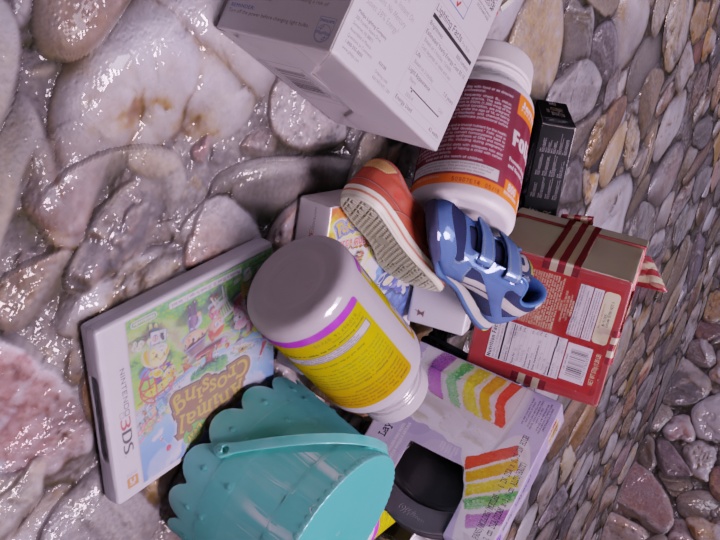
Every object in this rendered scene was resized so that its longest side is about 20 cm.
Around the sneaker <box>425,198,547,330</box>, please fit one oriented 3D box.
[{"bbox_3d":[0.125,-0.012,0.866,0.200,0.082,0.074,46,40,-48],"label":"sneaker"}]

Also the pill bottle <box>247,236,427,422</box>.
[{"bbox_3d":[-0.011,0.065,0.799,0.104,0.104,0.200,-56,135,-18],"label":"pill bottle"}]

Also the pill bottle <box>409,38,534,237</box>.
[{"bbox_3d":[0.123,-0.139,0.920,0.114,0.114,0.200,51,48,-56],"label":"pill bottle"}]

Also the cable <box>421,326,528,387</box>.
[{"bbox_3d":[0.164,0.104,1.110,0.200,0.163,0.051,-37,151,-63],"label":"cable"}]

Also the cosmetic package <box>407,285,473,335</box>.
[{"bbox_3d":[0.128,0.002,1.053,0.200,0.071,0.102,-26,130,-66],"label":"cosmetic package"}]

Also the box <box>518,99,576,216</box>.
[{"bbox_3d":[0.241,-0.115,1.154,0.160,0.043,0.200,-68,168,-66],"label":"box"}]

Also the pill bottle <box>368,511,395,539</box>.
[{"bbox_3d":[0.024,0.260,1.070,0.200,0.104,0.104,-21,127,-51],"label":"pill bottle"}]

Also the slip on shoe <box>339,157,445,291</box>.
[{"bbox_3d":[0.044,-0.039,0.862,0.061,0.074,0.200,-60,143,-19],"label":"slip on shoe"}]

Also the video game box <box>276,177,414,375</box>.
[{"bbox_3d":[0.000,0.000,0.925,0.200,0.047,0.182,-17,121,-52],"label":"video game box"}]

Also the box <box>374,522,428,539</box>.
[{"bbox_3d":[0.001,0.406,1.079,0.050,0.158,0.200,35,77,-21],"label":"box"}]

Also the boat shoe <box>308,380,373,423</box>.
[{"bbox_3d":[-0.001,0.133,0.989,0.065,0.072,0.200,-66,153,-12],"label":"boat shoe"}]

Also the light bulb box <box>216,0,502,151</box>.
[{"bbox_3d":[0.017,-0.237,0.720,0.198,0.125,0.200,29,84,-58],"label":"light bulb box"}]

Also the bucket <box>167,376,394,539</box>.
[{"bbox_3d":[-0.070,0.220,0.845,0.207,0.135,0.207,-42,149,-32],"label":"bucket"}]

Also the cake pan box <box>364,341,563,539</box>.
[{"bbox_3d":[0.100,0.200,0.950,0.200,0.184,0.052,-55,152,-23],"label":"cake pan box"}]

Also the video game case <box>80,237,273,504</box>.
[{"bbox_3d":[-0.151,0.086,0.768,0.200,0.022,0.182,-32,134,-45],"label":"video game case"}]

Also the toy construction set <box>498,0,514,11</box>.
[{"bbox_3d":[0.145,-0.356,0.874,0.200,0.092,0.131,81,18,-52],"label":"toy construction set"}]

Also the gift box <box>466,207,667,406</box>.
[{"bbox_3d":[0.250,0.045,1.026,0.187,0.200,0.185,-41,148,-61],"label":"gift box"}]
